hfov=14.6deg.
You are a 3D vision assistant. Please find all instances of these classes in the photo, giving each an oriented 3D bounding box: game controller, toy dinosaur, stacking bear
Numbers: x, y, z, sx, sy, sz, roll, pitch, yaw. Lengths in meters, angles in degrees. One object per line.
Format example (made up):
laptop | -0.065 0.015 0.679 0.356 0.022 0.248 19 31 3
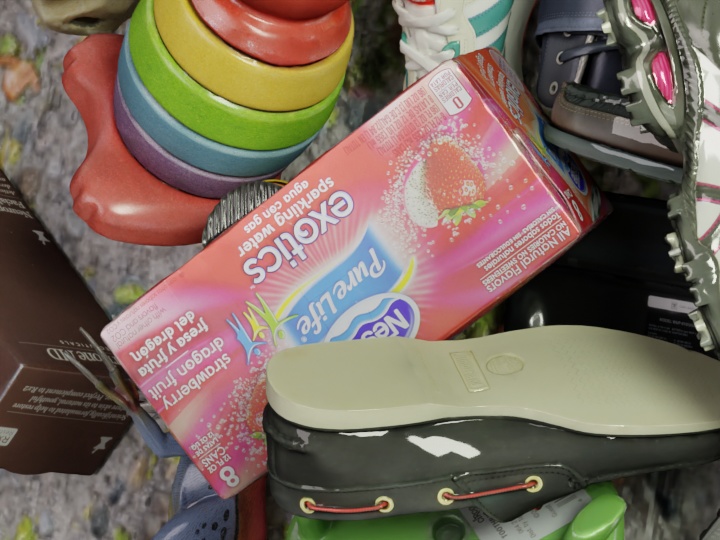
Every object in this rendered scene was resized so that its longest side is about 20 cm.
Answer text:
game controller | 0.144 0.024 1.226 0.200 0.042 0.105 11 105 41
toy dinosaur | -0.065 0.097 1.382 0.200 0.105 0.182 40 98 -3
stacking bear | -0.054 -0.114 1.315 0.200 0.113 0.122 124 147 -47

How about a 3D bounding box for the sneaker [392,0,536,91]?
sneaker | 0.036 -0.112 1.292 0.070 0.093 0.200 17 94 40

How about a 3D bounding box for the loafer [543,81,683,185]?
loafer | 0.176 -0.059 1.159 0.199 0.072 0.063 14 102 16

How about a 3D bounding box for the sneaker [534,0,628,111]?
sneaker | 0.128 -0.137 1.191 0.202 0.077 0.147 153 122 -75

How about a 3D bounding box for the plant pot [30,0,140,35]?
plant pot | -0.127 -0.225 1.400 0.200 0.200 0.184 -28 78 33

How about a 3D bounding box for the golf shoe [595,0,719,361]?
golf shoe | 0.158 -0.031 1.094 0.088 0.077 0.201 -16 88 9

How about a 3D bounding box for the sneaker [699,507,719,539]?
sneaker | 0.177 0.101 1.150 0.200 0.074 0.079 -41 67 29

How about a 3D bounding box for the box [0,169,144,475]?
box | -0.205 0.014 1.469 0.075 0.100 0.200 -52 56 21

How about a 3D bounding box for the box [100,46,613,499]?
box | 0.000 0.000 1.215 0.200 0.100 0.096 -37 88 15

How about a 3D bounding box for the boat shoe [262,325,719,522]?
boat shoe | 0.060 0.065 1.148 0.074 0.201 0.063 -103 13 -61

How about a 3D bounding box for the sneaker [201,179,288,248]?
sneaker | 0.004 0.042 1.319 0.070 0.090 0.200 -32 90 15

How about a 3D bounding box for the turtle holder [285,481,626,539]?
turtle holder | 0.033 0.150 1.205 0.141 0.132 0.186 22 59 22
